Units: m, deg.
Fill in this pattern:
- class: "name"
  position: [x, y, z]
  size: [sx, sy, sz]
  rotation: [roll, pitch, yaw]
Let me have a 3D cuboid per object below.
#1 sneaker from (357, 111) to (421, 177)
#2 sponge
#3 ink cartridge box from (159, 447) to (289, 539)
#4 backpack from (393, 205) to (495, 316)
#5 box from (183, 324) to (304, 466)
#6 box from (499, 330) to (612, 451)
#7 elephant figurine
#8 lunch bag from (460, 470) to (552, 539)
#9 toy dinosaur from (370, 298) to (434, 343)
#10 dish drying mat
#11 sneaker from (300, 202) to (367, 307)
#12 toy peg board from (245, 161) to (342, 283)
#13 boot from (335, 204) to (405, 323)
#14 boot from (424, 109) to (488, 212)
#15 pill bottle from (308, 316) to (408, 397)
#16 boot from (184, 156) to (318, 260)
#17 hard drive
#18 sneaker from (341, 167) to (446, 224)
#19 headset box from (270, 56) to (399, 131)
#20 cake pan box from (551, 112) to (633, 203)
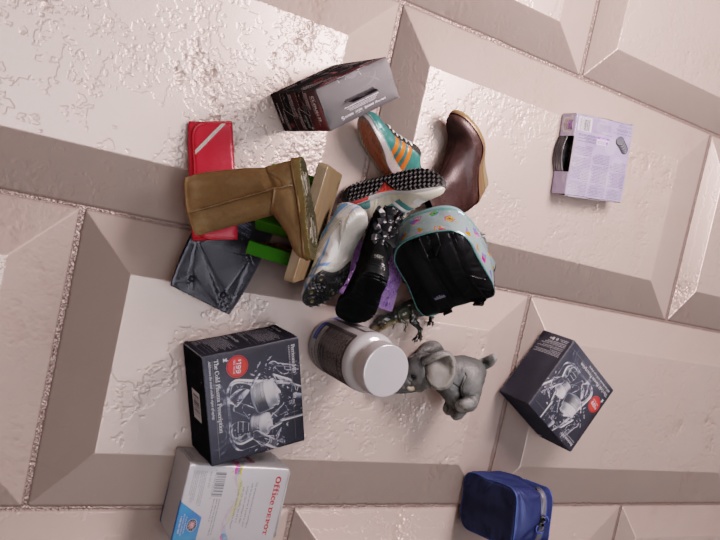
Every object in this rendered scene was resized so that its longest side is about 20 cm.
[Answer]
- class: "sneaker"
  position: [0.065, -0.232, 1.451]
  size: [0.080, 0.071, 0.200]
  rotation: [-45, 126, -17]
- class: "sponge"
  position: [0.000, 0.000, 1.458]
  size: [0.199, 0.030, 0.112]
  rotation: [22, 85, -40]
- class: "ink cartridge box"
  position: [-0.244, 0.408, 1.374]
  size: [0.199, 0.085, 0.145]
  rotation: [13, 93, -30]
- class: "backpack"
  position: [0.157, -0.032, 1.456]
  size: [0.200, 0.175, 0.154]
  rotation: [52, 33, -40]
- class: "box"
  position: [-0.206, 0.217, 1.350]
  size: [0.181, 0.104, 0.201]
  rotation: [-10, 104, -30]
- class: "box"
  position: [0.453, 0.277, 1.742]
  size: [0.182, 0.104, 0.200]
  rotation: [-50, 119, -12]
- class: "elephant figurine"
  position: [0.151, 0.209, 1.556]
  size: [0.200, 0.141, 0.156]
  rotation: [34, 52, -15]
- class: "lunch bag"
  position: [0.332, 0.524, 1.670]
  size: [0.132, 0.200, 0.137]
  rotation: [8, 90, -34]
- class: "toy dinosaur"
  position: [0.115, 0.089, 1.553]
  size: [0.200, 0.047, 0.088]
  rotation: [-35, 108, -24]
- class: "dish drying mat"
  position: [-0.248, -0.151, 1.271]
  size: [0.076, 0.018, 0.201]
  rotation: [-2, 87, -14]
- class: "sneaker"
  position: [-0.052, -0.028, 1.358]
  size: [0.072, 0.072, 0.201]
  rotation: [28, 89, -40]
- class: "toy peg board"
  position: [-0.116, -0.093, 1.321]
  size: [0.097, 0.199, 0.201]
  rotation: [18, 94, 4]
- class: "boot"
  position: [0.019, -0.014, 1.385]
  size: [0.073, 0.199, 0.163]
  rotation: [19, 53, -7]
- class: "boot"
  position: [0.183, -0.198, 1.512]
  size: [0.166, 0.072, 0.201]
  rotation: [-43, 125, -28]
- class: "pill bottle"
  position: [-0.004, 0.160, 1.402]
  size: [0.113, 0.200, 0.115]
  rotation: [-6, 102, -29]
- class: "boot"
  position: [-0.173, -0.085, 1.207]
  size: [0.199, 0.066, 0.176]
  rotation: [-11, 76, 11]
- class: "hard drive"
  position: [-0.238, -0.040, 1.319]
  size: [0.135, 0.042, 0.201]
  rotation: [30, 82, -31]
- class: "sneaker"
  position: [0.069, -0.128, 1.428]
  size: [0.199, 0.071, 0.094]
  rotation: [-10, 130, 12]
- class: "headset box"
  position: [-0.042, -0.299, 1.295]
  size: [0.148, 0.200, 0.075]
  rotation: [-31, 113, -23]
- class: "cake pan box"
  position: [0.529, -0.254, 1.730]
  size: [0.199, 0.052, 0.185]
  rotation: [2, 96, -31]
